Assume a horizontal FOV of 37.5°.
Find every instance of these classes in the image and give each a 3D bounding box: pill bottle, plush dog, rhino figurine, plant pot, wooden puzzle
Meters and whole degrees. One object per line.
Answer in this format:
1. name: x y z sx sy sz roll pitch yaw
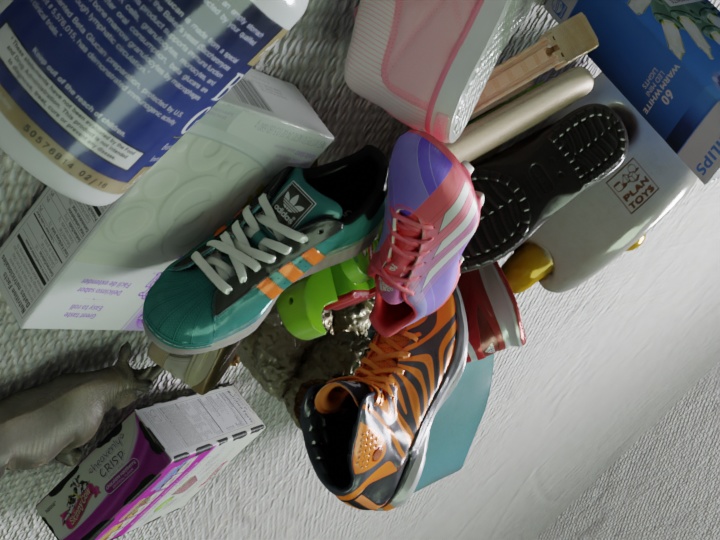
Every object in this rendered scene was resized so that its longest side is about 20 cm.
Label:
1. pill bottle: -0.094 -0.137 0.516 0.200 0.112 0.111 -42 156 11
2. plush dog: -0.038 0.084 0.924 0.161 0.173 0.199 -45 156 20
3. rhino figurine: -0.237 0.116 0.846 0.198 0.060 0.088 -26 157 -28
4. plant pot: 0.060 0.131 1.204 0.140 0.141 0.202 -16 140 -39
5. wooden puzzle: 0.075 -0.098 0.864 0.183 0.038 0.200 -31 180 -16

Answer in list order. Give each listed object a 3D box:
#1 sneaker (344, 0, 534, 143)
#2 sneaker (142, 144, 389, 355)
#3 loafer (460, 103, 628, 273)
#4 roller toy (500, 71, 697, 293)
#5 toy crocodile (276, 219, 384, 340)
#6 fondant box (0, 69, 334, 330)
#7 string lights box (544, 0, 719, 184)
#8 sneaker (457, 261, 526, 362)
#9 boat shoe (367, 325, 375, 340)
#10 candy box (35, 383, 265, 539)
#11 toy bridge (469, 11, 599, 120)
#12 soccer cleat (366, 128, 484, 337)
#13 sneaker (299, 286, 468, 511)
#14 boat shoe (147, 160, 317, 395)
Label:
1. sneaker: 0.056 -0.185 0.710 0.202 0.103 0.076 -61 163 -23
2. sneaker: -0.059 -0.023 0.694 0.199 0.071 0.080 -35 159 -31
3. loafer: 0.119 -0.058 0.841 0.198 0.074 0.071 -28 -178 -1
4. roller toy: 0.206 -0.075 0.958 0.182 0.140 0.200 -43 178 39
5. toy crocodile: 0.000 0.000 0.850 0.067 0.063 0.199 -22 -178 30
6. fondant box: -0.129 -0.046 0.702 0.200 0.059 0.143 -46 156 21
7. string lights box: 0.247 -0.167 0.832 0.102 0.201 0.059 -18 152 -36
8. sneaker: 0.060 0.004 0.931 0.114 0.201 0.079 -21 129 0
9. boat shoe: 0.014 0.067 1.084 0.198 0.066 0.075 -36 136 3
10. candy box: -0.187 0.179 0.984 0.136 0.061 0.200 -43 167 13
11. toy bridge: 0.094 -0.134 0.785 0.067 0.028 0.200 -31 -175 -21
12. soccer cleat: 0.036 -0.018 0.719 0.077 0.066 0.201 -47 162 -18
13. sneaker: 0.019 0.080 0.810 0.112 0.076 0.204 31 69 -54
14. boat shoe: -0.097 -0.008 0.800 0.202 0.064 0.072 -62 171 8
